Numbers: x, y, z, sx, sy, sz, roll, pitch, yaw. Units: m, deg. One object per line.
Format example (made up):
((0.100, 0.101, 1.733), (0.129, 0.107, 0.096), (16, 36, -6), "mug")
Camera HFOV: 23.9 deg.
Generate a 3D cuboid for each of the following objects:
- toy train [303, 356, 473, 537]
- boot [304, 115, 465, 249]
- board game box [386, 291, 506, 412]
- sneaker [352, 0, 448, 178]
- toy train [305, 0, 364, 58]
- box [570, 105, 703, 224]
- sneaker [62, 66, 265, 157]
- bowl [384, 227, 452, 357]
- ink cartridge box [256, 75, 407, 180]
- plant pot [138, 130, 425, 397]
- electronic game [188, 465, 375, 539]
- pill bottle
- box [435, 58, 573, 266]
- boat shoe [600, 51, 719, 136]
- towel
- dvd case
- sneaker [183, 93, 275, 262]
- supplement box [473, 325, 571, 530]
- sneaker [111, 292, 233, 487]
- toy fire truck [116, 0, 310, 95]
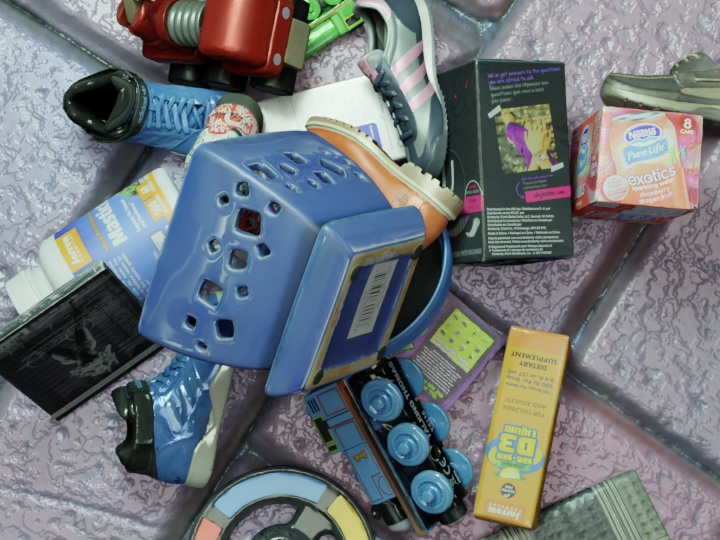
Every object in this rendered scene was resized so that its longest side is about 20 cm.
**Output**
((0.032, 0.178, 1.733), (0.114, 0.087, 0.201), (-26, 95, 30), "toy train")
((-0.002, -0.078, 1.694), (0.200, 0.075, 0.107), (37, 91, 33), "boot")
((0.039, 0.054, 1.775), (0.200, 0.032, 0.120), (41, 83, 2), "board game box")
((0.036, -0.186, 1.728), (0.082, 0.070, 0.201), (-2, 74, -26), "sneaker")
((-0.030, -0.270, 1.783), (0.200, 0.042, 0.057), (-34, 99, -2), "toy train")
((0.271, -0.102, 1.699), (0.102, 0.200, 0.095), (6, 88, 0), "box")
((-0.203, -0.157, 1.718), (0.199, 0.111, 0.077), (11, 93, 13), "sneaker")
((0.000, 0.000, 1.720), (0.200, 0.039, 0.202), (-10, 63, 20), "bowl")
((-0.045, -0.142, 1.778), (0.199, 0.037, 0.095), (-14, 87, -4), "ink cartridge box")
((-0.061, -0.002, 1.583), (0.179, 0.200, 0.201), (29, 111, 25), "plant pot")
((-0.081, 0.302, 1.755), (0.199, 0.042, 0.201), (0, 88, -1), "electronic game")
((-0.256, -0.007, 1.730), (0.200, 0.112, 0.112), (-33, 88, -3), "pill bottle")
((0.140, -0.106, 1.724), (0.106, 0.122, 0.201), (-1, 87, -22), "box")
((0.347, -0.186, 1.776), (0.199, 0.074, 0.074), (10, 77, -9), "boat shoe")
((0.243, 0.334, 1.769), (0.192, 0.035, 0.201), (-24, 86, -5), "towel")
((-0.281, 0.073, 1.690), (0.148, 0.200, 0.016), (-35, 63, -2), "dvd case")
((-0.132, -0.066, 1.693), (0.067, 0.108, 0.202), (9, 129, 13), "sneaker")
((0.167, 0.162, 1.743), (0.066, 0.069, 0.201), (10, 84, 9), "supplement box")
((-0.194, 0.115, 1.733), (0.111, 0.077, 0.201), (11, 94, -14), "sneaker")
((-0.167, -0.261, 1.679), (0.175, 0.200, 0.129), (9, 86, 37), "toy fire truck")
